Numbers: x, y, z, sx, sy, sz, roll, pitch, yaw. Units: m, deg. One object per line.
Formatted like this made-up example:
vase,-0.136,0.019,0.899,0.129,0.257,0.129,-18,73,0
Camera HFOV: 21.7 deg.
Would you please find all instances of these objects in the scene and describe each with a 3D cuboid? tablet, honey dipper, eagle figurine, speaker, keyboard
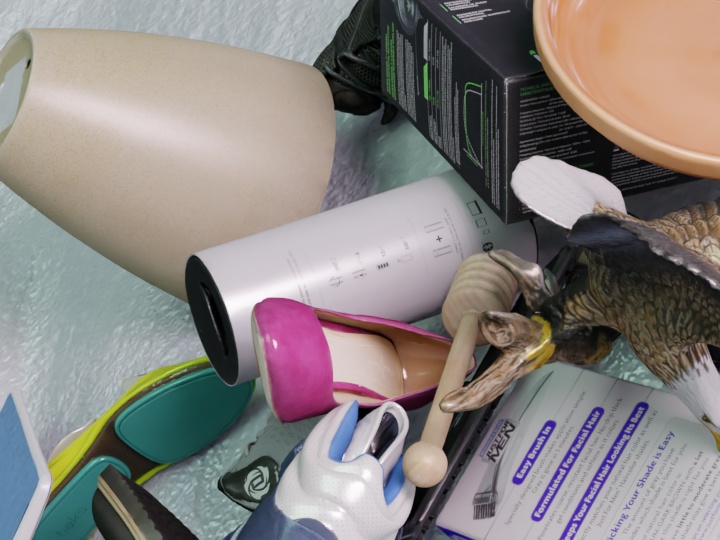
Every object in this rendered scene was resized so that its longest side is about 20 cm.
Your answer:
tablet,-0.244,0.164,1.255,0.131,0.014,0.200,-64,20,5
honey dipper,0.051,0.051,0.996,0.038,0.038,0.200,-26,18,25
eagle figurine,0.157,0.014,0.871,0.200,0.151,0.152,-20,39,46
speaker,0.000,0.000,1.101,0.199,0.082,0.081,-19,31,-20
keyboard,0.060,0.084,1.043,0.200,0.021,0.127,-57,1,-26

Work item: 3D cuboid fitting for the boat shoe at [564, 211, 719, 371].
boat shoe,0.178,0.026,1.001,0.201,0.072,0.066,40,108,54

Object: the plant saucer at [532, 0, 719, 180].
plant saucer,0.187,-0.117,0.977,0.199,0.038,0.201,3,50,-3

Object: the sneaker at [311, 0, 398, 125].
sneaker,0.025,-0.149,1.276,0.115,0.076,0.199,-61,15,3

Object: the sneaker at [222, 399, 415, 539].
sneaker,-0.014,0.132,0.989,0.147,0.081,0.200,-51,-3,6

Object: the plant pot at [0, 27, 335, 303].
plant pot,-0.149,-0.084,1.260,0.187,0.199,0.188,-35,45,45

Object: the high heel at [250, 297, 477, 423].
high heel,0.004,0.046,0.989,0.096,0.200,0.068,-12,73,8

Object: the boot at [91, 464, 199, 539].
boot,-0.130,0.218,1.036,0.138,0.077,0.200,-42,53,4

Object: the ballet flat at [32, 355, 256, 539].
ballet flat,-0.156,0.109,1.245,0.200,0.067,0.067,-41,34,10

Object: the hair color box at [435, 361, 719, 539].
hair color box,0.143,0.121,0.943,0.200,0.065,0.110,16,68,49

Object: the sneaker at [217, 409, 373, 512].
sneaker,-0.047,0.087,1.154,0.115,0.075,0.200,-38,36,18

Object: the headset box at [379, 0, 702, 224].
headset box,0.121,-0.127,1.107,0.173,0.093,0.200,-12,32,-16
